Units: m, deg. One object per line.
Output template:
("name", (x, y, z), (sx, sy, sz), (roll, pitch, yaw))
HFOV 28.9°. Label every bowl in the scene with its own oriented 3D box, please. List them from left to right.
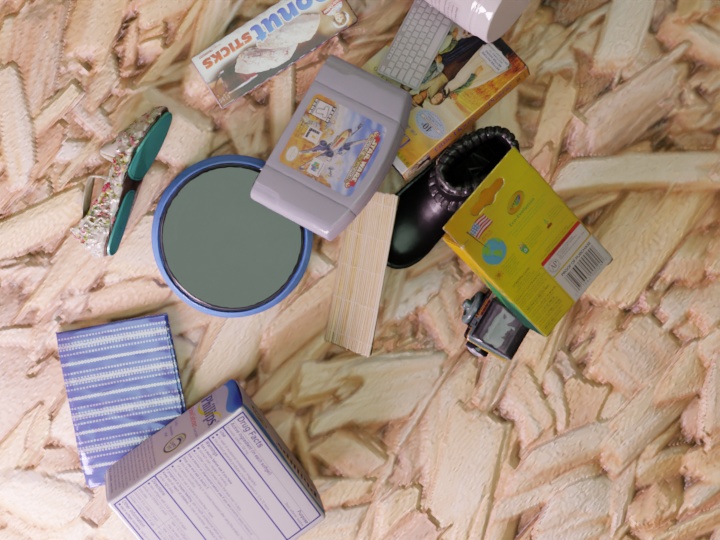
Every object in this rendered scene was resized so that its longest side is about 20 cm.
("bowl", (-0.157, -0.041, 1.708), (0.199, 0.039, 0.202), (0, 95, -4))

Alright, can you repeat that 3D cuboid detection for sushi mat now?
("sushi mat", (0.000, 0.000, 1.701), (0.012, 0.095, 0.202), (7, 95, -40))

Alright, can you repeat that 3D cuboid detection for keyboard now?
("keyboard", (0.090, -0.314, 1.689), (0.056, 0.011, 0.201), (25, 81, 18))

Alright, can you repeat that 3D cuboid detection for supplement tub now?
("supplement tub", (0.106, -0.374, 1.630), (0.200, 0.132, 0.132), (38, 91, 12))

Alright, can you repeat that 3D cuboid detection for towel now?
("towel", (-0.288, 0.161, 1.726), (0.144, 0.024, 0.202), (-11, 94, -1))

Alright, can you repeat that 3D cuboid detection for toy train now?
("toy train", (0.194, 0.020, 1.702), (0.085, 0.114, 0.201), (32, 92, -7))

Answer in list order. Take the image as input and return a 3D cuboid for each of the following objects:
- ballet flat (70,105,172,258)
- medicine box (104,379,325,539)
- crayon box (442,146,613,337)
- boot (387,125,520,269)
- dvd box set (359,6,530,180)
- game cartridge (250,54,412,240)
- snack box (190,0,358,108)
("ballet flat", (-0.293, -0.114, 1.677), (0.064, 0.076, 0.201), (23, 89, 10))
("medicine box", (-0.176, 0.269, 1.682), (0.199, 0.103, 0.183), (-35, 110, -2))
("crayon box", (0.183, -0.036, 1.591), (0.127, 0.051, 0.200), (-48, 118, -6))
("boot", (0.097, -0.088, 1.663), (0.079, 0.158, 0.211), (39, 91, -7))
("dvd box set", (0.083, -0.226, 1.688), (0.200, 0.029, 0.147), (-40, 71, 0))
("game cartridge", (-0.028, -0.144, 1.657), (0.133, 0.042, 0.201), (27, 84, 23))
("snack box", (-0.104, -0.281, 1.699), (0.199, 0.024, 0.072), (-33, 95, -1))
